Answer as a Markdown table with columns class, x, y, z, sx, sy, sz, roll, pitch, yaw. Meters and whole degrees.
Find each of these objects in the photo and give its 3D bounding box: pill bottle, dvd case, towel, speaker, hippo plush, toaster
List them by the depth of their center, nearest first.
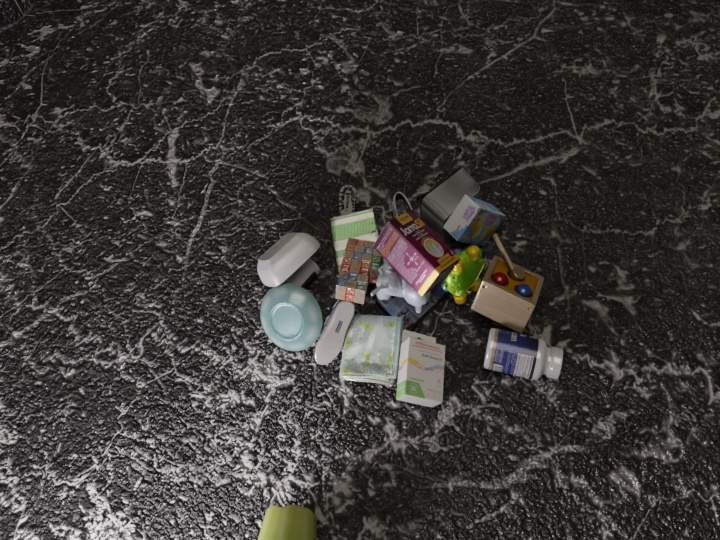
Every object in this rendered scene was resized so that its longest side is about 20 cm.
| class | x | y | z | sx | sy | sz | roll | pitch | yaw |
| --- | --- | --- | --- | --- | --- | --- | --- | --- | --- |
| pill bottle | 0.439 | 0.230 | 1.533 | 0.195 | 0.112 | 0.113 | 11 | 64 | 13 |
| towel | 0.033 | 0.223 | 1.620 | 0.167 | 0.048 | 0.204 | 3 | 63 | 14 |
| hippo plush | 0.133 | 0.026 | 1.627 | 0.157 | 0.200 | 0.163 | 18 | 86 | 7 |
| dvd case | 0.161 | 0.078 | 1.703 | 0.199 | 0.018 | 0.143 | -40 | 65 | -14 |
| toaster | 0.271 | -0.185 | 1.730 | 0.198 | 0.182 | 0.119 | -37 | 60 | -13 |
| speaker | -0.215 | 0.048 | 1.734 | 0.080 | 0.082 | 0.201 | 34 | 71 | 22 |
| towel | -0.009 | -0.080 | 1.769 | 0.149 | 0.023 | 0.205 | -12 | 84 | 2 |

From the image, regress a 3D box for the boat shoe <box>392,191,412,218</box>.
| class | x | y | z | sx | sy | sz | roll | pitch | yaw |
| --- | --- | --- | --- | --- | --- | --- | --- | --- | --- |
| boat shoe | 0.142 | -0.160 | 1.799 | 0.068 | 0.072 | 0.205 | -17 | 61 | -2 |

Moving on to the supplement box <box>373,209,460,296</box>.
| class | x | y | z | sx | sy | sz | roll | pitch | yaw |
| --- | --- | --- | --- | --- | --- | --- | --- | --- | --- |
| supplement box | 0.155 | -0.050 | 1.559 | 0.200 | 0.104 | 0.130 | 45 | 41 | 13 |

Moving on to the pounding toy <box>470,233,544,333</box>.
| class | x | y | z | sx | sy | sz | roll | pitch | yaw |
| --- | --- | --- | --- | --- | --- | --- | --- | --- | --- |
| pounding toy | 0.414 | 0.030 | 1.595 | 0.181 | 0.145 | 0.200 | 25 | 37 | 13 |

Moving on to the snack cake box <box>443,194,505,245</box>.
| class | x | y | z | sx | sy | sz | roll | pitch | yaw |
| --- | --- | --- | --- | --- | --- | --- | --- | --- | --- |
| snack cake box | 0.340 | -0.145 | 1.676 | 0.067 | 0.198 | 0.116 | 46 | 113 | 28 |

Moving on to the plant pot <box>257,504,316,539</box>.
| class | x | y | z | sx | sy | sz | roll | pitch | yaw |
| --- | --- | --- | --- | --- | --- | --- | --- | --- | --- |
| plant pot | -0.178 | 0.674 | 1.353 | 0.195 | 0.203 | 0.188 | 0 | 51 | 7 |

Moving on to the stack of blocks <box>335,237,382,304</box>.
| class | x | y | z | sx | sy | sz | roll | pitch | yaw |
| --- | --- | --- | --- | --- | --- | --- | --- | --- | --- |
| stack of blocks | 0.000 | 0.000 | 1.662 | 0.112 | 0.059 | 0.203 | 10 | 46 | 4 |

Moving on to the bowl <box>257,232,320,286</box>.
| class | x | y | z | sx | sy | sz | roll | pitch | yaw |
| --- | --- | --- | --- | --- | --- | --- | --- | --- | --- |
| bowl | -0.229 | -0.046 | 1.719 | 0.199 | 0.199 | 0.075 | -43 | 108 | -16 |

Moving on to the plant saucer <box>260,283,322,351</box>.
| class | x | y | z | sx | sy | sz | roll | pitch | yaw |
| --- | --- | --- | --- | --- | --- | --- | --- | --- | --- |
| plant saucer | -0.208 | 0.142 | 1.637 | 0.196 | 0.039 | 0.207 | 3 | 102 | 15 |

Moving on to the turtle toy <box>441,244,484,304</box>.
| class | x | y | z | sx | sy | sz | roll | pitch | yaw |
| --- | --- | --- | --- | --- | --- | --- | --- | --- | --- |
| turtle toy | 0.301 | -0.007 | 1.670 | 0.100 | 0.149 | 0.199 | 22 | 45 | 41 |

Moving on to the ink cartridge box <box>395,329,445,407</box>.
| class | x | y | z | sx | sy | sz | roll | pitch | yaw |
| --- | --- | --- | --- | --- | --- | --- | --- | --- | --- |
| ink cartridge box | 0.168 | 0.259 | 1.558 | 0.114 | 0.067 | 0.205 | 14 | 62 | -14 |

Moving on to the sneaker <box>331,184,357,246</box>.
| class | x | y | z | sx | sy | sz | roll | pitch | yaw |
| --- | --- | --- | --- | --- | --- | --- | --- | --- | --- |
| sneaker | -0.046 | -0.168 | 1.836 | 0.074 | 0.088 | 0.205 | 12 | 88 | 1 |

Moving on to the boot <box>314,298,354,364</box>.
| class | x | y | z | sx | sy | sz | roll | pitch | yaw |
| --- | --- | --- | --- | --- | --- | --- | --- | --- | --- |
| boot | -0.080 | 0.174 | 1.664 | 0.072 | 0.090 | 0.203 | 28 | 91 | -18 |
